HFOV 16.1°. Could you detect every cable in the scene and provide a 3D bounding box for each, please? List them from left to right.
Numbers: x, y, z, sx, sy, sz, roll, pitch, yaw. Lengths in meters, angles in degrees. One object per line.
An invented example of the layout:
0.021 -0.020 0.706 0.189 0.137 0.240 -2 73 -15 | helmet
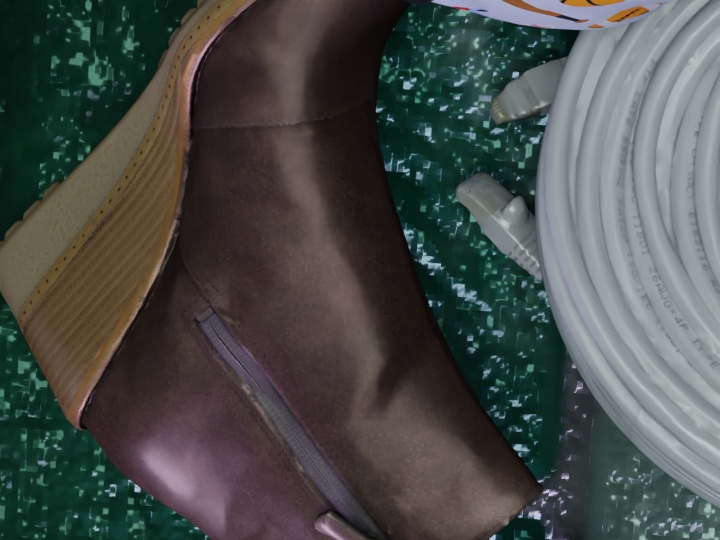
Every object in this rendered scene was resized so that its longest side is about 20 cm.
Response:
0.148 -0.022 0.718 0.200 0.069 0.200 -37 75 1 | cable

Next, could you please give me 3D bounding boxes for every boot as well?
0.000 0.000 0.744 0.166 0.072 0.200 48 112 8 | boot

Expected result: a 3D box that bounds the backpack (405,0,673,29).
0.045 -0.154 0.640 0.190 0.154 0.201 16 80 -33 | backpack
